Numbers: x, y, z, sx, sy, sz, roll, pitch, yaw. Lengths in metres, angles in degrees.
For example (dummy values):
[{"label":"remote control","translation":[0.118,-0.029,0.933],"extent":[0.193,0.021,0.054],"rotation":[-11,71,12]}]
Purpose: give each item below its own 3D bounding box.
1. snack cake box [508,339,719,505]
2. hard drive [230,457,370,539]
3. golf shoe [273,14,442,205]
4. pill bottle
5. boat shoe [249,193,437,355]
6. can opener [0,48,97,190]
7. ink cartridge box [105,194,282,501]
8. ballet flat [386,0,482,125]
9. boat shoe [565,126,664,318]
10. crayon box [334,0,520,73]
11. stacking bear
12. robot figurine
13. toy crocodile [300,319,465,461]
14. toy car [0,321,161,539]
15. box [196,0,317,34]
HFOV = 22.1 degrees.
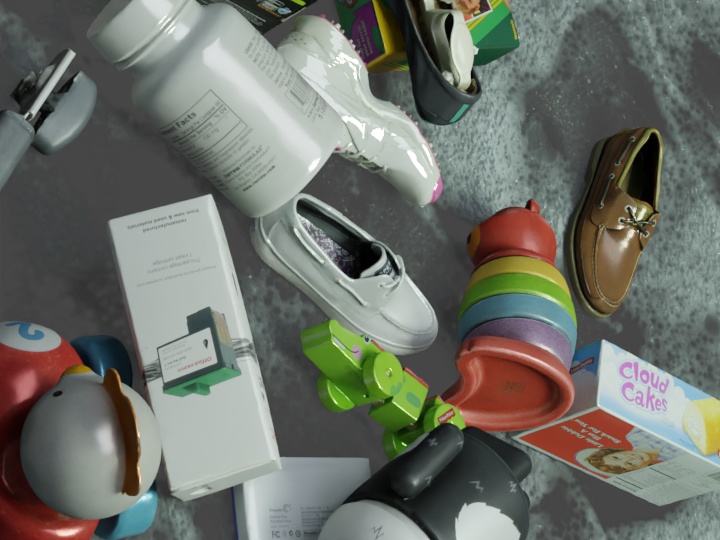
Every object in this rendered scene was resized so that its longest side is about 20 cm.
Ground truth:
[{"label":"snack cake box","translation":[0.247,0.142,1.676],"extent":[0.199,0.115,0.068],"rotation":[27,58,-31]},{"label":"hard drive","translation":[-0.036,0.249,1.457],"extent":[0.131,0.025,0.202],"rotation":[5,70,-39]},{"label":"golf shoe","translation":[-0.011,-0.123,1.598],"extent":[0.200,0.075,0.092],"rotation":[49,65,-12]},{"label":"pill bottle","translation":[-0.119,-0.148,1.476],"extent":[0.200,0.114,0.115],"rotation":[44,51,-19]},{"label":"boat shoe","translation":[0.000,0.000,1.551],"extent":[0.200,0.068,0.072],"rotation":[42,52,-21]},{"label":"can opener","translation":[-0.256,-0.085,1.379],"extent":[0.067,0.053,0.201],"rotation":[40,54,-21]},{"label":"ink cartridge box","translation":[-0.121,0.061,1.367],"extent":[0.084,0.146,0.202],"rotation":[-15,82,-3]},{"label":"ballet flat","translation":[0.063,-0.228,1.616],"extent":[0.073,0.073,0.202],"rotation":[-9,81,-41]},{"label":"boat shoe","translation":[0.250,-0.053,1.782],"extent":[0.072,0.068,0.201],"rotation":[27,59,-32]},{"label":"crayon box","translation":[0.046,-0.289,1.705],"extent":[0.172,0.058,0.202],"rotation":[-9,80,-42]},{"label":"stacking bear","translation":[0.135,0.029,1.631],"extent":[0.113,0.122,0.201],"rotation":[9,51,-6]},{"label":"robot figurine","translation":[0.055,0.205,1.446],"extent":[0.200,0.124,0.151],"rotation":[-36,99,-39]},{"label":"toy crocodile","translation":[0.028,0.106,1.538],"extent":[0.200,0.067,0.062],"rotation":[42,46,-24]},{"label":"toy car","translation":[-0.200,0.106,1.255],"extent":[0.183,0.199,0.178],"rotation":[-3,76,-41]},{"label":"box","translation":[-0.106,-0.278,1.482],"extent":[0.199,0.193,0.048],"rotation":[26,58,-30]}]
